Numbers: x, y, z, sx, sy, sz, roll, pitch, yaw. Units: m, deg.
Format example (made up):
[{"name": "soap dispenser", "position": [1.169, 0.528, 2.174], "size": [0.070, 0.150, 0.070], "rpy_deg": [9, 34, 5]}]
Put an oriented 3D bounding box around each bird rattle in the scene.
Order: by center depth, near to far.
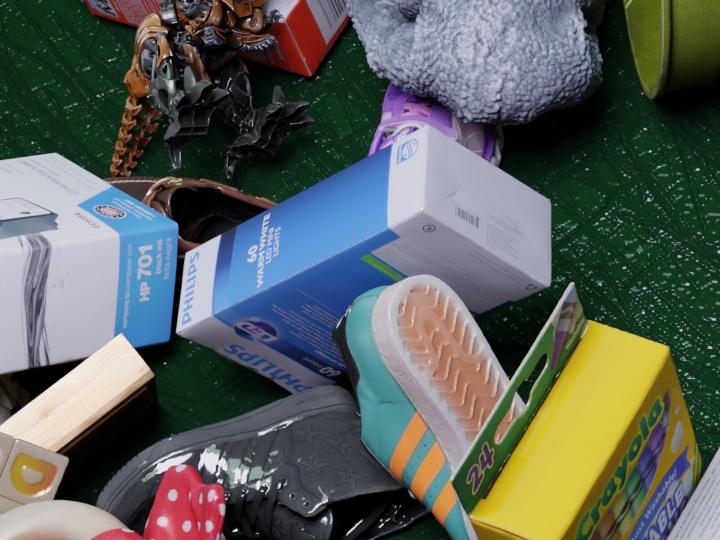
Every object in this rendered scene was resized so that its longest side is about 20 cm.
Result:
[{"name": "bird rattle", "position": [-0.157, 0.184, 1.201], "size": [0.163, 0.113, 0.200], "rpy_deg": [21, 78, 26]}]

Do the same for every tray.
[{"name": "tray", "position": [-0.208, 0.119, 1.314], "size": [0.200, 0.099, 0.037], "rpy_deg": [-39, 84, -11]}]

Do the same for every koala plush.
[{"name": "koala plush", "position": [0.083, -0.210, 1.352], "size": [0.177, 0.201, 0.184], "rpy_deg": [1, 32, -5]}]

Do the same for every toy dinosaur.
[{"name": "toy dinosaur", "position": [-0.102, -0.136, 1.451], "size": [0.102, 0.200, 0.136], "rpy_deg": [-11, 53, -26]}]

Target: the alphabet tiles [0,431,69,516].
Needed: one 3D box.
[{"name": "alphabet tiles", "position": [-0.254, 0.160, 1.246], "size": [0.167, 0.200, 0.006], "rpy_deg": [-68, 16, -4]}]

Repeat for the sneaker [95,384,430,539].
[{"name": "sneaker", "position": [-0.044, 0.129, 1.267], "size": [0.199, 0.060, 0.104], "rpy_deg": [-23, 46, -12]}]

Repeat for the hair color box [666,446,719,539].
[{"name": "hair color box", "position": [0.262, 0.159, 1.130], "size": [0.200, 0.064, 0.111], "rpy_deg": [18, 60, 33]}]

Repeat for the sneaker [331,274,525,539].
[{"name": "sneaker", "position": [0.051, 0.099, 1.211], "size": [0.071, 0.200, 0.080], "rpy_deg": [-28, 5, -35]}]

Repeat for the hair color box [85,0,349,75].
[{"name": "hair color box", "position": [-0.094, -0.215, 1.550], "size": [0.200, 0.064, 0.111], "rpy_deg": [20, 64, 30]}]

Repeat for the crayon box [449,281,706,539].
[{"name": "crayon box", "position": [0.118, 0.117, 1.125], "size": [0.051, 0.200, 0.126], "rpy_deg": [18, 62, 31]}]

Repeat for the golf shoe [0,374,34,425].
[{"name": "golf shoe", "position": [-0.303, 0.073, 1.405], "size": [0.200, 0.078, 0.097], "rpy_deg": [23, 70, 35]}]

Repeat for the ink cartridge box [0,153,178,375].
[{"name": "ink cartridge box", "position": [-0.232, -0.001, 1.351], "size": [0.200, 0.086, 0.146], "rpy_deg": [-9, 26, -40]}]

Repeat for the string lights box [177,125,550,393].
[{"name": "string lights box", "position": [0.000, 0.000, 1.263], "size": [0.200, 0.103, 0.059], "rpy_deg": [-25, 48, 39]}]

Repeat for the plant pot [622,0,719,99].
[{"name": "plant pot", "position": [0.262, -0.214, 1.357], "size": [0.192, 0.201, 0.201], "rpy_deg": [-6, 51, 1]}]

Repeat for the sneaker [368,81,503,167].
[{"name": "sneaker", "position": [0.039, -0.071, 1.380], "size": [0.080, 0.089, 0.201], "rpy_deg": [-7, 50, 17]}]

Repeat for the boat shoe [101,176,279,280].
[{"name": "boat shoe", "position": [-0.105, -0.030, 1.413], "size": [0.199, 0.070, 0.071], "rpy_deg": [13, 59, 30]}]
